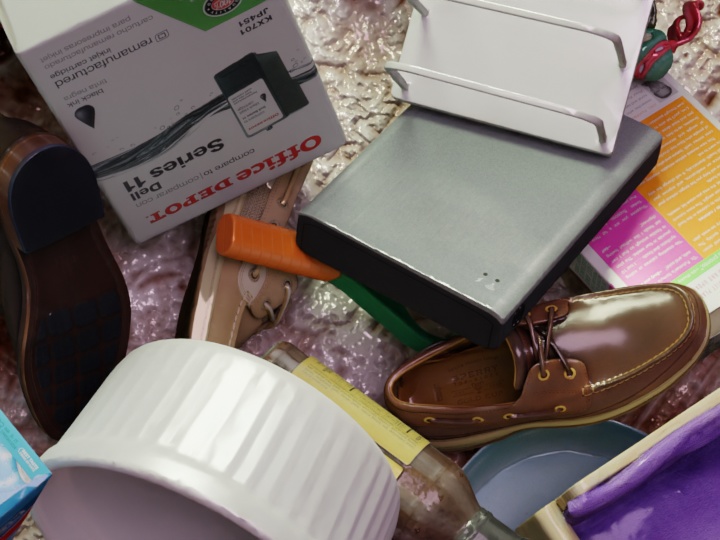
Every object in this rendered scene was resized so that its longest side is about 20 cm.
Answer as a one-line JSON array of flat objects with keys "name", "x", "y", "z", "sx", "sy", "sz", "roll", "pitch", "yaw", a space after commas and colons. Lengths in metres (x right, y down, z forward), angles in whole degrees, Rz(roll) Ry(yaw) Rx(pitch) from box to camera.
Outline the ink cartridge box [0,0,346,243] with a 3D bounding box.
[{"name": "ink cartridge box", "x": -0.105, "y": -0.121, "z": 1.284, "sx": 0.146, "sy": 0.200, "sz": 0.083, "roll": -26, "pitch": 57, "yaw": 0}]

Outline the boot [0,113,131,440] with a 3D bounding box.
[{"name": "boot", "x": -0.186, "y": -0.003, "z": 1.312, "sx": 0.074, "sy": 0.201, "sz": 0.097, "roll": -21, "pitch": 38, "yaw": -28}]

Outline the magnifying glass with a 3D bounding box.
[{"name": "magnifying glass", "x": 0.000, "y": 0.000, "z": 1.371, "sx": 0.199, "sy": 0.022, "sz": 0.080, "roll": 16, "pitch": 66, "yaw": -37}]

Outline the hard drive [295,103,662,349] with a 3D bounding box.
[{"name": "hard drive", "x": 0.073, "y": -0.048, "z": 1.364, "sx": 0.139, "sy": 0.033, "sz": 0.200, "roll": 27, "pitch": 47, "yaw": 19}]

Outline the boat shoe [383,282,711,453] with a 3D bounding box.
[{"name": "boat shoe", "x": 0.107, "y": 0.055, "z": 1.345, "sx": 0.199, "sy": 0.068, "sz": 0.072, "roll": -19, "pitch": 68, "yaw": 16}]

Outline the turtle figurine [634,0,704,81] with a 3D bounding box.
[{"name": "turtle figurine", "x": 0.140, "y": -0.179, "z": 1.443, "sx": 0.150, "sy": 0.101, "sz": 0.200, "roll": -43, "pitch": 77, "yaw": -9}]

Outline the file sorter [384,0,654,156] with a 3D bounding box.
[{"name": "file sorter", "x": 0.102, "y": -0.184, "z": 1.321, "sx": 0.138, "sy": 0.125, "sz": 0.201, "roll": 15, "pitch": 90, "yaw": 9}]

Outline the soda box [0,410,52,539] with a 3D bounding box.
[{"name": "soda box", "x": -0.219, "y": 0.124, "z": 1.215, "sx": 0.064, "sy": 0.200, "sz": 0.068, "roll": -39, "pitch": 86, "yaw": -23}]

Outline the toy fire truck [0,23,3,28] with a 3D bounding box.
[{"name": "toy fire truck", "x": -0.135, "y": -0.184, "z": 1.334, "sx": 0.175, "sy": 0.129, "sz": 0.201, "roll": -32, "pitch": 97, "yaw": 6}]

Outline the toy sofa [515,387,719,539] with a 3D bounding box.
[{"name": "toy sofa", "x": 0.198, "y": 0.128, "z": 1.354, "sx": 0.199, "sy": 0.098, "sz": 0.083, "roll": -31, "pitch": 82, "yaw": -22}]

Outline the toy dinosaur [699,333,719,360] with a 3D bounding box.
[{"name": "toy dinosaur", "x": 0.224, "y": 0.012, "z": 1.456, "sx": 0.199, "sy": 0.047, "sz": 0.089, "roll": -16, "pitch": 78, "yaw": -26}]

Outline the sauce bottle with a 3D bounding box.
[{"name": "sauce bottle", "x": 0.016, "y": 0.122, "z": 1.335, "sx": 0.200, "sy": 0.065, "sz": 0.065, "roll": 37, "pitch": 67, "yaw": 12}]

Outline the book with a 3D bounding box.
[{"name": "book", "x": 0.175, "y": -0.048, "z": 1.428, "sx": 0.133, "sy": 0.048, "sz": 0.200, "roll": -29, "pitch": 61, "yaw": -20}]

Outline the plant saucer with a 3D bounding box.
[{"name": "plant saucer", "x": 0.133, "y": 0.188, "z": 1.383, "sx": 0.199, "sy": 0.027, "sz": 0.201, "roll": 4, "pitch": 72, "yaw": -13}]

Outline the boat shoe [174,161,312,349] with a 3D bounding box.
[{"name": "boat shoe", "x": -0.067, "y": 0.003, "z": 1.365, "sx": 0.064, "sy": 0.071, "sz": 0.201, "roll": 15, "pitch": 68, "yaw": -9}]

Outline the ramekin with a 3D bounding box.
[{"name": "ramekin", "x": -0.075, "y": 0.127, "z": 1.260, "sx": 0.200, "sy": 0.201, "sz": 0.098, "roll": 31, "pitch": 60, "yaw": -3}]
